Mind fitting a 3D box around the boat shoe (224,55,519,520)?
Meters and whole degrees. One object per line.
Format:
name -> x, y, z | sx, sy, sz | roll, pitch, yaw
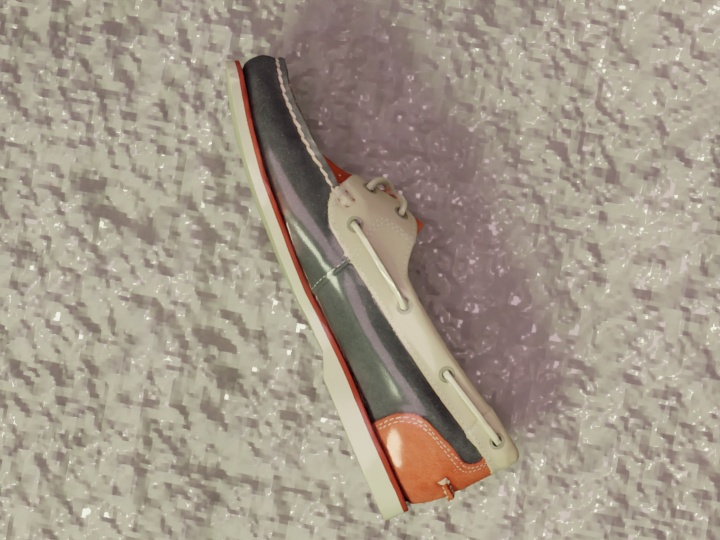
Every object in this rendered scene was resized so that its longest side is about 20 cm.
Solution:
boat shoe -> 0.000, 0.000, 1.022 | 0.062, 0.071, 0.201 | -23, 84, 1
